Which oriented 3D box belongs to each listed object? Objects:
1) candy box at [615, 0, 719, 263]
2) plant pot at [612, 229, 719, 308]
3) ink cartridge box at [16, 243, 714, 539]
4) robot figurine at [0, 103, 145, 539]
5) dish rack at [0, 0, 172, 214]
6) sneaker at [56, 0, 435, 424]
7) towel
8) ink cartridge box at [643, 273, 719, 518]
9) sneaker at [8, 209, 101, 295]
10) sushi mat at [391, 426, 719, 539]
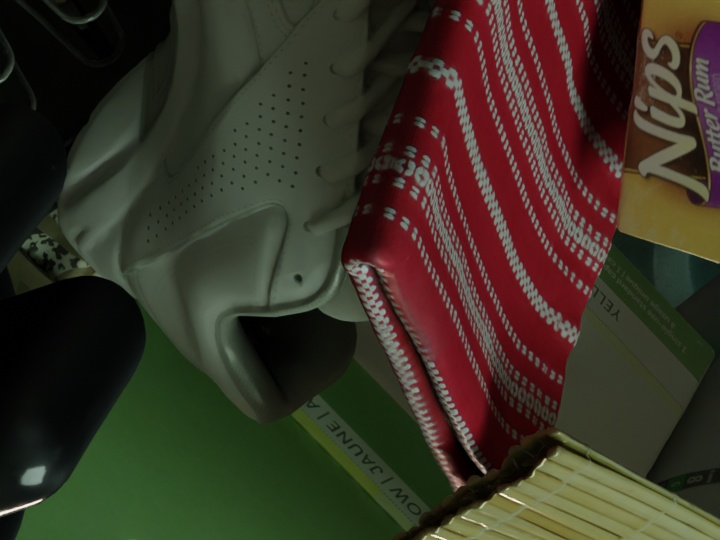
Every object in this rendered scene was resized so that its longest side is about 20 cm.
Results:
[{"bbox_3d":[0.137,-0.088,0.641,0.200,0.056,0.117,-35,136,-51],"label":"candy box"},{"bbox_3d":[0.186,-0.016,0.919,0.188,0.200,0.200,-23,155,-54],"label":"plant pot"},{"bbox_3d":[0.001,0.043,0.704,0.048,0.146,0.200,-33,-164,47],"label":"ink cartridge box"},{"bbox_3d":[-0.149,0.029,0.541,0.199,0.151,0.125,-15,163,20],"label":"robot figurine"},{"bbox_3d":[-0.077,-0.088,0.579,0.153,0.055,0.200,-36,159,-8],"label":"dish rack"},{"bbox_3d":[-0.002,-0.041,0.583,0.078,0.099,0.200,-23,153,-32],"label":"sneaker"},{"bbox_3d":[0.052,-0.059,0.582,0.145,0.022,0.201,64,45,-61],"label":"towel"},{"bbox_3d":[0.126,0.037,0.758,0.200,0.050,0.161,-45,-172,34],"label":"ink cartridge box"},{"bbox_3d":[-0.095,0.034,0.751,0.200,0.089,0.077,-48,157,22],"label":"sneaker"},{"bbox_3d":[0.061,0.091,0.657,0.096,0.012,0.200,-33,146,21],"label":"sushi mat"}]
